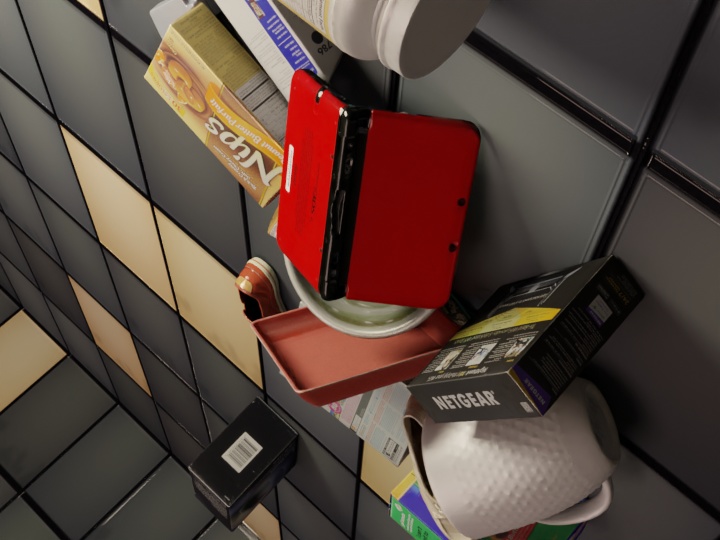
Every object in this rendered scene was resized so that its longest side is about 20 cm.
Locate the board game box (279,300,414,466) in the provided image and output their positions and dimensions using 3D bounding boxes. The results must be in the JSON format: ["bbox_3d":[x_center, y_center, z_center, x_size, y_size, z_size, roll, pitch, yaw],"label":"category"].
[{"bbox_3d":[0.002,0.128,1.254,0.199,0.064,0.148,37,138,15],"label":"board game box"}]

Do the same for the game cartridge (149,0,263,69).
[{"bbox_3d":[-0.160,-0.228,1.166,0.133,0.040,0.201,1,129,54],"label":"game cartridge"}]

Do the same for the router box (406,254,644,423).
[{"bbox_3d":[0.148,0.069,0.947,0.052,0.157,0.200,50,157,-8],"label":"router box"}]

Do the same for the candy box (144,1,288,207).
[{"bbox_3d":[-0.138,-0.176,1.100,0.200,0.055,0.115,47,149,-5],"label":"candy box"}]

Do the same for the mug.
[{"bbox_3d":[0.189,0.203,1.070,0.174,0.149,0.201,-24,122,27],"label":"mug"}]

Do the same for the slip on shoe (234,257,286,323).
[{"bbox_3d":[-0.154,0.062,1.566,0.074,0.061,0.201,32,153,27],"label":"slip on shoe"}]

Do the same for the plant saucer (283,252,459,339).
[{"bbox_3d":[0.015,-0.032,1.057,0.200,0.201,0.050,40,-160,16],"label":"plant saucer"}]

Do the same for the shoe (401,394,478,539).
[{"bbox_3d":[0.089,0.234,1.154,0.069,0.053,0.203,-13,106,24],"label":"shoe"}]

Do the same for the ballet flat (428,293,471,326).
[{"bbox_3d":[0.126,0.116,1.156,0.201,0.075,0.068,53,157,-10],"label":"ballet flat"}]

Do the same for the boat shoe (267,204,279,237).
[{"bbox_3d":[-0.043,-0.085,1.158,0.069,0.072,0.200,27,151,-10],"label":"boat shoe"}]

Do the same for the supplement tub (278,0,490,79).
[{"bbox_3d":[-0.006,-0.248,0.738,0.199,0.145,0.146,39,155,17],"label":"supplement tub"}]

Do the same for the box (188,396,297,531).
[{"bbox_3d":[-0.232,0.394,2.035,0.123,0.200,0.199,39,156,14],"label":"box"}]

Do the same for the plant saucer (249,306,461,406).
[{"bbox_3d":[-0.003,0.081,1.110,0.200,0.197,0.037,-139,38,-63],"label":"plant saucer"}]

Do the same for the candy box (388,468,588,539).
[{"bbox_3d":[0.161,0.299,1.261,0.199,0.169,0.078,36,149,24],"label":"candy box"}]

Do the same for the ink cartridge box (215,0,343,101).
[{"bbox_3d":[-0.083,-0.243,1.008,0.201,0.039,0.099,55,155,-12],"label":"ink cartridge box"}]

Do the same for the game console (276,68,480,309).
[{"bbox_3d":[0.009,-0.079,0.987,0.172,0.117,0.202,45,136,45],"label":"game console"}]
